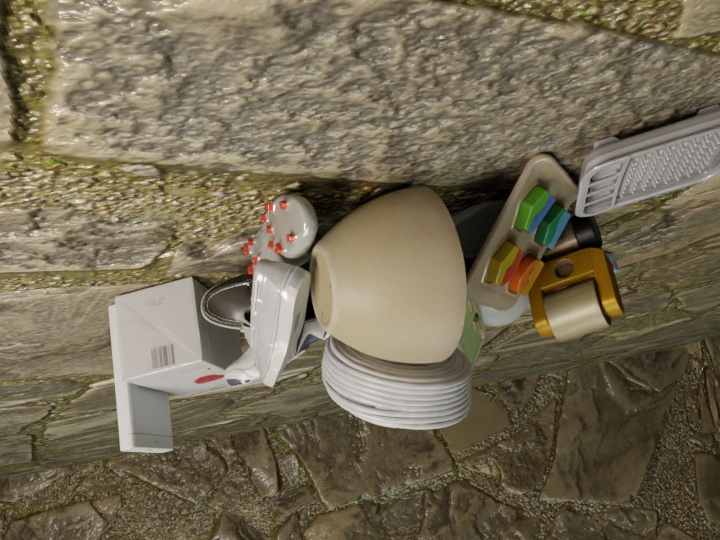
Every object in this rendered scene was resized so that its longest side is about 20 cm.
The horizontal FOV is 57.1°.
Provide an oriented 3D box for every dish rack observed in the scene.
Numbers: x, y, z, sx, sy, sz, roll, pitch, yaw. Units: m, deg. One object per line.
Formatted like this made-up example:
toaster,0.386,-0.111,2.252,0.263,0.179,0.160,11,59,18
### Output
dish rack,0.358,-0.135,0.809,0.195,0.045,0.172,-16,161,10

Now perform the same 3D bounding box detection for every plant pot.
plant pot,0.016,0.012,0.752,0.131,0.205,0.201,-7,162,-20

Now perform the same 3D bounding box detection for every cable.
cable,0.047,0.126,0.840,0.194,0.071,0.200,10,-164,5

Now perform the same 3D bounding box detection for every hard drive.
hard drive,-0.324,0.163,0.982,0.026,0.205,0.132,-14,163,5

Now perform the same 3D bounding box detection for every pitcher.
pitcher,0.168,0.020,1.038,0.168,0.124,0.199,-16,153,31

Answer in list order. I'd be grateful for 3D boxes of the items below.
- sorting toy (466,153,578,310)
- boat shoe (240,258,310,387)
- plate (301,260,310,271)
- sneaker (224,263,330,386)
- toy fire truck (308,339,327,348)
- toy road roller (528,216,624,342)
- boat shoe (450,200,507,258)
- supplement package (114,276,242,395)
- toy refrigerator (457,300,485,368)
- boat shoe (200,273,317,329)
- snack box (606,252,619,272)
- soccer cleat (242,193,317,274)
sorting toy,0.213,-0.036,0.857,0.184,0.036,0.203,16,108,-57
boat shoe,-0.109,0.064,0.786,0.067,0.073,0.202,23,142,6
plate,0.000,0.000,1.003,0.195,0.026,0.201,-12,163,-4
sneaker,-0.119,0.063,0.917,0.196,0.132,0.080,-30,175,-3
toy fire truck,-0.033,0.076,1.029,0.196,0.049,0.142,-28,154,-1
toy road roller,0.336,0.024,1.021,0.121,0.204,0.146,-22,138,28
boat shoe,0.133,-0.052,0.887,0.195,0.076,0.067,-14,-163,-22
supplement package,-0.261,0.106,0.987,0.118,0.123,0.200,-14,163,4
toy refrigerator,0.136,0.080,0.960,0.069,0.077,0.201,18,158,25
boat shoe,-0.108,0.036,0.849,0.195,0.074,0.061,-5,179,-8
snack box,0.386,-0.001,1.240,0.197,0.038,0.115,5,156,-43
soccer cleat,-0.080,-0.041,0.769,0.076,0.071,0.199,-9,170,-25
